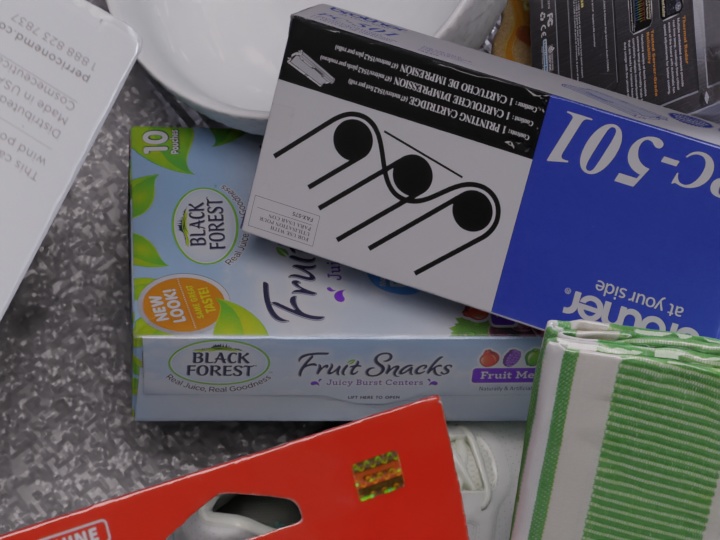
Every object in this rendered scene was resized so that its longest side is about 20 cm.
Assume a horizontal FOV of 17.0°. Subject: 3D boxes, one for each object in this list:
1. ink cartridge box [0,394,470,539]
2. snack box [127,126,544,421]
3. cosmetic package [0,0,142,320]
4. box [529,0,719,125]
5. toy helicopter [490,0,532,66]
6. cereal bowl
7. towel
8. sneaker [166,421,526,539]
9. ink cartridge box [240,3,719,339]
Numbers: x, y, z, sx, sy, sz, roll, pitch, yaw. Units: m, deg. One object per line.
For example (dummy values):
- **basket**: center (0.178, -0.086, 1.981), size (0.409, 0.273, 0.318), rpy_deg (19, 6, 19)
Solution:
- **ink cartridge box**: center (-0.032, 0.162, 0.952), size (0.199, 0.044, 0.175), rpy_deg (-17, 107, -14)
- **snack box**: center (0.000, 0.000, 1.037), size (0.198, 0.053, 0.143), rpy_deg (0, 39, -7)
- **cosmetic package**: center (-0.216, -0.039, 0.951), size (0.164, 0.200, 0.166), rpy_deg (31, 66, -15)
- **box**: center (0.133, -0.150, 1.016), size (0.048, 0.158, 0.202), rpy_deg (6, 75, -32)
- **toy helicopter**: center (0.060, -0.163, 1.127), size (0.131, 0.079, 0.201), rpy_deg (-13, 63, 3)
- **cereal bowl**: center (-0.013, -0.149, 1.072), size (0.199, 0.083, 0.202), rpy_deg (-7, 73, 22)
- **towel**: center (0.161, 0.088, 0.949), size (0.198, 0.153, 0.023), rpy_deg (7, 39, 0)
- **sneaker**: center (0.016, 0.096, 1.014), size (0.199, 0.080, 0.071), rpy_deg (-13, 68, -14)
- **ink cartridge box**: center (0.059, -0.033, 0.965), size (0.199, 0.044, 0.095), rpy_deg (19, 107, 12)
